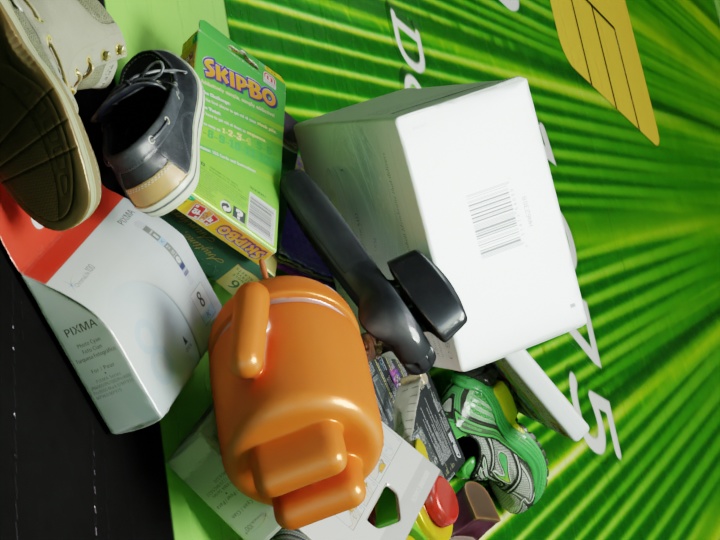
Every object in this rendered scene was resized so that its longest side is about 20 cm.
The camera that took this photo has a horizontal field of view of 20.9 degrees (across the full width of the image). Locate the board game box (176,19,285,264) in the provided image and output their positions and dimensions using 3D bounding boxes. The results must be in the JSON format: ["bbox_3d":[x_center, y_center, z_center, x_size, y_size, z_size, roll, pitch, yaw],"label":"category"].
[{"bbox_3d":[-0.102,-0.104,1.505,0.095,0.030,0.201,35,39,-29],"label":"board game box"}]

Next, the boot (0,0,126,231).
[{"bbox_3d":[-0.209,-0.126,1.349,0.201,0.072,0.154,62,22,6],"label":"boot"}]

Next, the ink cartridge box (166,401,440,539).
[{"bbox_3d":[-0.038,0.149,1.469,0.176,0.045,0.200,44,27,-4],"label":"ink cartridge box"}]

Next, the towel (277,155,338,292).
[{"bbox_3d":[-0.040,-0.045,1.659,0.199,0.023,0.144,25,42,-37],"label":"towel"}]

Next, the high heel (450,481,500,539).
[{"bbox_3d":[0.095,0.281,1.621,0.067,0.096,0.201,19,40,-33],"label":"high heel"}]

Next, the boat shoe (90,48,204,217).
[{"bbox_3d":[-0.158,-0.116,1.431,0.062,0.074,0.201,48,17,-31],"label":"boat shoe"}]

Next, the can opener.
[{"bbox_3d":[0.000,0.000,1.463,0.200,0.078,0.064,47,-19,34],"label":"can opener"}]

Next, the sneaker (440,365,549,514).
[{"bbox_3d":[0.115,0.172,1.856,0.085,0.078,0.200,-50,135,-20],"label":"sneaker"}]

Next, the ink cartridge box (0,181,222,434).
[{"bbox_3d":[-0.176,-0.009,1.366,0.201,0.047,0.160,64,23,-17],"label":"ink cartridge box"}]

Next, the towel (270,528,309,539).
[{"bbox_3d":[-0.011,0.283,1.523,0.200,0.034,0.194,38,35,-47],"label":"towel"}]

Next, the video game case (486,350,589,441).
[{"bbox_3d":[0.115,0.066,1.811,0.200,0.023,0.182,50,-8,-15],"label":"video game case"}]

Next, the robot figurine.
[{"bbox_3d":[-0.048,0.083,1.370,0.143,0.117,0.201,20,35,-27],"label":"robot figurine"}]

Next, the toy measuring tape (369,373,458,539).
[{"bbox_3d":[0.048,0.171,1.600,0.074,0.073,0.201,55,27,-30],"label":"toy measuring tape"}]

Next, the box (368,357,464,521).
[{"bbox_3d":[0.016,0.109,1.699,0.201,0.043,0.160,67,23,-7],"label":"box"}]

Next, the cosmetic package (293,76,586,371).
[{"bbox_3d":[0.058,-0.039,1.548,0.200,0.122,0.201,5,-68,66],"label":"cosmetic package"}]

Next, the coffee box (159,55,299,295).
[{"bbox_3d":[-0.110,-0.081,1.541,0.123,0.044,0.201,40,34,-23],"label":"coffee box"}]
